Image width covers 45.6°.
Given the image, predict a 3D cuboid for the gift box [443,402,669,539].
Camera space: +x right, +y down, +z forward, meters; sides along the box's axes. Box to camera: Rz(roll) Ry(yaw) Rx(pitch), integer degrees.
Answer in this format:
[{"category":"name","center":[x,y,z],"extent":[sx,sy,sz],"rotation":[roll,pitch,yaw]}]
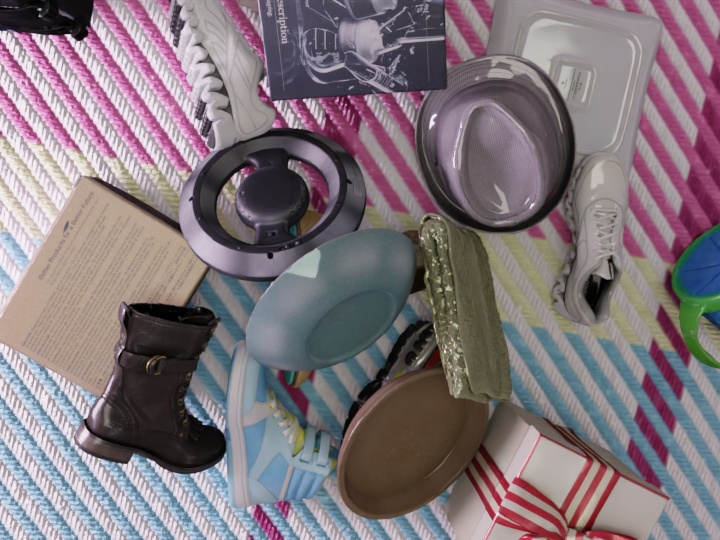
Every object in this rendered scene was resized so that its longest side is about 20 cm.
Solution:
[{"category":"gift box","center":[0.209,0.279,0.947],"extent":[0.184,0.187,0.200],"rotation":[22,93,-7]}]

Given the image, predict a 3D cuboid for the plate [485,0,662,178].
[{"category":"plate","center":[0.236,-0.210,0.976],"extent":[0.199,0.032,0.200],"rotation":[11,95,-6]}]

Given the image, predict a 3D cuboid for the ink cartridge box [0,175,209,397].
[{"category":"ink cartridge box","center":[-0.274,0.022,0.932],"extent":[0.165,0.075,0.200],"rotation":[32,93,-6]}]

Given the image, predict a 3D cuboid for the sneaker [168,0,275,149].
[{"category":"sneaker","center":[-0.150,-0.230,0.912],"extent":[0.081,0.075,0.201],"rotation":[-16,89,-19]}]

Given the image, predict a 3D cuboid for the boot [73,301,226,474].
[{"category":"boot","center":[-0.191,0.121,0.903],"extent":[0.200,0.069,0.174],"rotation":[18,103,-47]}]

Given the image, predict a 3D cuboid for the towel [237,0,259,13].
[{"category":"towel","center":[-0.009,-0.332,0.907],"extent":[0.191,0.032,0.200],"rotation":[26,114,-9]}]

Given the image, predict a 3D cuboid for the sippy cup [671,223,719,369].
[{"category":"sippy cup","center":[0.450,0.027,0.978],"extent":[0.178,0.140,0.130],"rotation":[-36,110,24]}]

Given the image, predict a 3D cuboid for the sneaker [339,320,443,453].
[{"category":"sneaker","center":[0.052,0.156,0.980],"extent":[0.085,0.077,0.200],"rotation":[33,96,-22]}]

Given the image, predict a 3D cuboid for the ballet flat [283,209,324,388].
[{"category":"ballet flat","center":[-0.050,0.033,0.960],"extent":[0.063,0.069,0.201],"rotation":[0,97,-19]}]

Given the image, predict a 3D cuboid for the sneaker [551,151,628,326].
[{"category":"sneaker","center":[0.270,-0.032,0.967],"extent":[0.075,0.081,0.201],"rotation":[4,100,-3]}]

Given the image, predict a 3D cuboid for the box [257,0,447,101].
[{"category":"box","center":[-0.008,-0.284,0.855],"extent":[0.182,0.104,0.201],"rotation":[-4,116,4]}]

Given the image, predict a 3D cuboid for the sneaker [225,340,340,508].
[{"category":"sneaker","center":[-0.084,0.171,0.959],"extent":[0.130,0.080,0.201],"rotation":[0,111,-4]}]

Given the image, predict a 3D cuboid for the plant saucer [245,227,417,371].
[{"category":"plant saucer","center":[-0.018,0.045,0.866],"extent":[0.201,0.201,0.039],"rotation":[-36,58,-1]}]

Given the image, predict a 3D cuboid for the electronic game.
[{"category":"electronic game","center":[-0.093,-0.074,0.906],"extent":[0.199,0.042,0.200],"rotation":[-3,56,5]}]

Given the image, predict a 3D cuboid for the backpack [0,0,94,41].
[{"category":"backpack","center":[-0.382,-0.306,0.838],"extent":[0.199,0.178,0.151],"rotation":[-1,93,5]}]

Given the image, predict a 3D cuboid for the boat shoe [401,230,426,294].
[{"category":"boat shoe","center":[0.000,0.000,0.929],"extent":[0.200,0.073,0.063],"rotation":[-9,57,-36]}]

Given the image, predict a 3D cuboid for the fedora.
[{"category":"fedora","center":[0.145,-0.127,0.924],"extent":[0.176,0.090,0.201],"rotation":[-7,107,11]}]

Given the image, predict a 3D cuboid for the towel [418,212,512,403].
[{"category":"towel","center":[0.117,0.043,0.921],"extent":[0.036,0.148,0.201],"rotation":[-16,75,25]}]

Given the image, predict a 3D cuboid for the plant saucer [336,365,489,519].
[{"category":"plant saucer","center":[0.056,0.188,0.949],"extent":[0.200,0.029,0.201],"rotation":[-17,124,-27]}]
